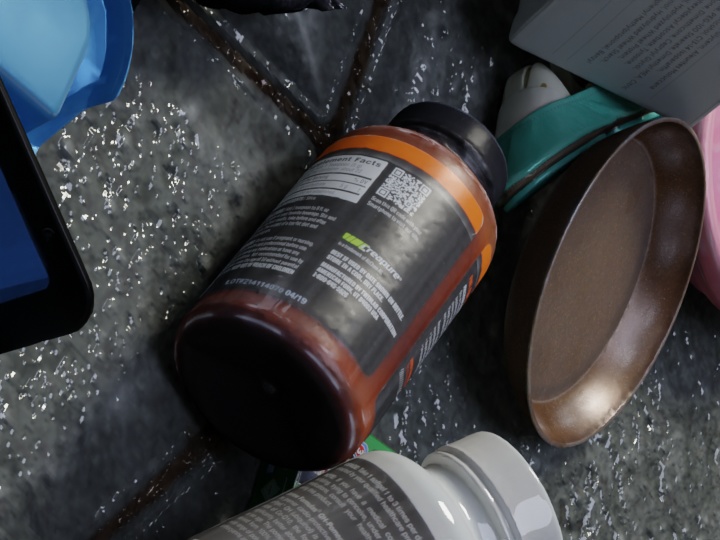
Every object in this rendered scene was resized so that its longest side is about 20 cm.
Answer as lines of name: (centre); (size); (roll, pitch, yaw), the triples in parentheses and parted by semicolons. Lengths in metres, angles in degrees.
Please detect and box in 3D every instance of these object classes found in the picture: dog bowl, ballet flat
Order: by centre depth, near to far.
dog bowl: (-0.171, -0.073, 0.948); (0.111, 0.050, 0.200); (42, 57, -38)
ballet flat: (0.121, -0.094, 1.288); (0.200, 0.067, 0.070); (-29, 84, -47)

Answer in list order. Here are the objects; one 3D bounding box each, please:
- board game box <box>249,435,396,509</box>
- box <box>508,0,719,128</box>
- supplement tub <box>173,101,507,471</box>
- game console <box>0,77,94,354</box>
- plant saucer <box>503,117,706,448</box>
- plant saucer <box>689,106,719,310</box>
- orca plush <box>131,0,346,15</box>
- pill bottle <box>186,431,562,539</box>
board game box: (-0.016, 0.183, 1.115); (0.135, 0.029, 0.200); (40, 57, -41)
box: (0.198, -0.223, 1.236); (0.131, 0.200, 0.199); (24, 56, -17)
supplement tub: (0.000, 0.000, 1.095); (0.200, 0.107, 0.107); (-51, 123, -39)
game console: (-0.227, -0.027, 0.812); (0.176, 0.116, 0.200); (-36, 112, -37)
plant saucer: (0.137, 0.003, 1.263); (0.200, 0.034, 0.201); (-39, 141, -42)
plant saucer: (0.249, -0.060, 1.424); (0.200, 0.051, 0.201); (5, 84, -53)
orca plush: (-0.100, -0.153, 1.042); (0.071, 0.105, 0.200); (-51, 149, 8)
pill bottle: (-0.009, 0.151, 1.014); (0.200, 0.111, 0.111); (-24, 106, -23)
